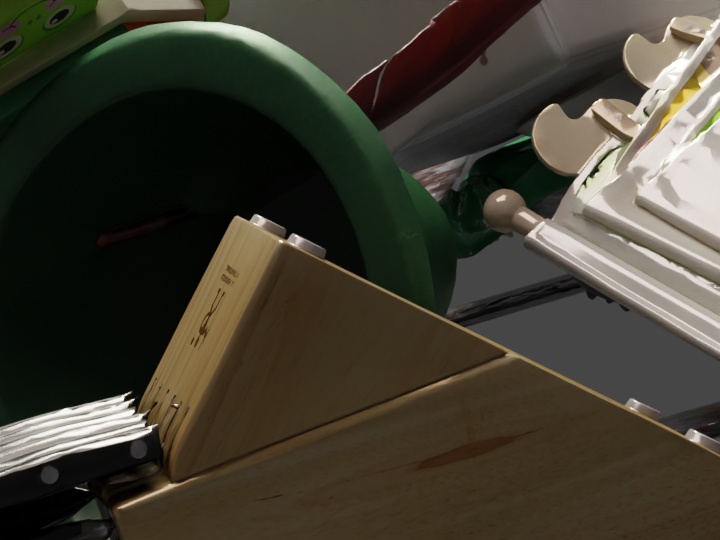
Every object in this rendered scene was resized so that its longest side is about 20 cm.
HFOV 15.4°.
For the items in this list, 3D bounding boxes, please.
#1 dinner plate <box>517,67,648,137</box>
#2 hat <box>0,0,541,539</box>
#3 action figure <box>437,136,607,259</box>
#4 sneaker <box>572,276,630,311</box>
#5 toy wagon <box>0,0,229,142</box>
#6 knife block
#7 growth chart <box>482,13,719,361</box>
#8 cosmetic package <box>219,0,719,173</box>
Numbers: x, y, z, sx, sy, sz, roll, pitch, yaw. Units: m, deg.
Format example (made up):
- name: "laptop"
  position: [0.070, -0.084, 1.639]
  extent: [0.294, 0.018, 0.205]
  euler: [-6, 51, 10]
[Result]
- name: "dinner plate"
  position: [0.152, -0.084, 0.978]
  extent: [0.199, 0.024, 0.200]
  euler: [-24, -3, -1]
- name: "hat"
  position: [0.000, 0.000, 0.818]
  extent: [0.200, 0.166, 0.176]
  euler: [-34, -12, 31]
- name: "action figure"
  position: [0.113, -0.047, 1.093]
  extent: [0.199, 0.055, 0.118]
  euler: [-19, 11, -24]
- name: "sneaker"
  position: [0.157, -0.045, 0.902]
  extent: [0.199, 0.091, 0.066]
  euler: [-14, 10, 26]
- name: "toy wagon"
  position: [-0.110, -0.049, 0.834]
  extent: [0.155, 0.040, 0.200]
  euler: [-34, -12, -19]
- name: "knife block"
  position: [-0.022, 0.085, 0.671]
  extent: [0.199, 0.177, 0.064]
  euler: [25, 1, -15]
- name: "growth chart"
  position: [0.147, -0.045, 0.818]
  extent: [0.200, 0.018, 0.145]
  euler: [-38, 55, -18]
- name: "cosmetic package"
  position: [0.025, -0.131, 0.976]
  extent: [0.167, 0.167, 0.200]
  euler: [-24, -2, 34]
